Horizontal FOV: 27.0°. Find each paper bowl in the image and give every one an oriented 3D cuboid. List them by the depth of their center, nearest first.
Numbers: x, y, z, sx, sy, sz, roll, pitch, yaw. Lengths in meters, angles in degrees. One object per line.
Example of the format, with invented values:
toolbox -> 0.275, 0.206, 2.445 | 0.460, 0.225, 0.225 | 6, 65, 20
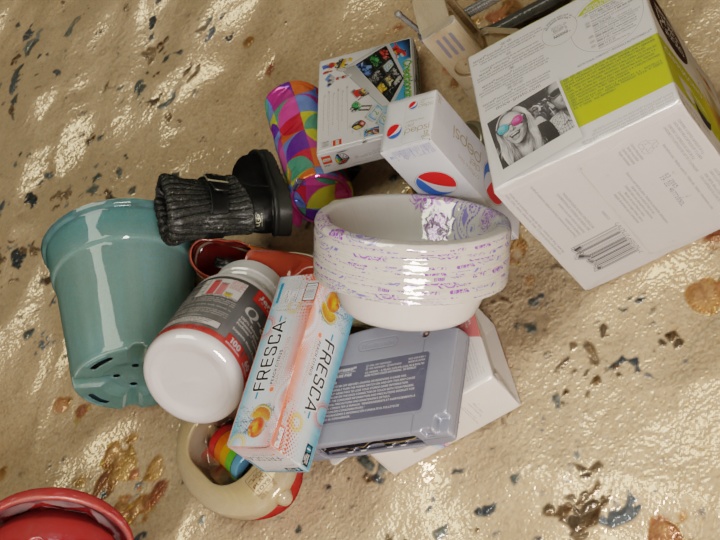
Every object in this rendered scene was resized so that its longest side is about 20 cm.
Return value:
paper bowl -> 0.051, -0.006, 1.519 | 0.200, 0.200, 0.105 | 21, 114, 45

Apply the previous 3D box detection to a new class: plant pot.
plant pot -> -0.340, 0.355, 1.643 | 0.200, 0.200, 0.183 | -28, 38, 20
plant pot -> -0.282, 0.049, 1.831 | 0.200, 0.200, 0.197 | -26, 55, 21

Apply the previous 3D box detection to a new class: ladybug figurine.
ladybug figurine -> -0.127, 0.209, 1.662 | 0.136, 0.072, 0.200 | -47, 42, -2

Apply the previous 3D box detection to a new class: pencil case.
pencil case -> -0.068, -0.148, 1.871 | 0.088, 0.088, 0.201 | -31, 44, 17

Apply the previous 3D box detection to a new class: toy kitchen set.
toy kitchen set -> 0.196, -0.248, 1.660 | 0.199, 0.180, 0.164 | -29, 47, 19

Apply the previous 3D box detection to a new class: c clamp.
c clamp -> 0.159, -0.306, 1.753 | 0.199, 0.171, 0.027 | -24, 70, 16

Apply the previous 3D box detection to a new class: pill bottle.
pill bottle -> -0.155, 0.073, 1.685 | 0.115, 0.116, 0.200 | -20, 20, 26

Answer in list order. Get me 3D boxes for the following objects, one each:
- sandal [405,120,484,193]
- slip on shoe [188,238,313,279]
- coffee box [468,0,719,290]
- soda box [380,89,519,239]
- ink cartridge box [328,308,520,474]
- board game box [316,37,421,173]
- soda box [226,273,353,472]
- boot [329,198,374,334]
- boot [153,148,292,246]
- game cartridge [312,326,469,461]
sandal -> 0.087, -0.090, 1.720 | 0.080, 0.054, 0.201 | 16, 77, 45
slip on shoe -> -0.118, 0.003, 1.784 | 0.199, 0.061, 0.074 | 15, 85, 21
coffee box -> 0.252, -0.140, 1.520 | 0.199, 0.200, 0.198 | -27, 46, 22
soda box -> 0.101, -0.105, 1.615 | 0.063, 0.200, 0.068 | -12, 53, 30
ink cartridge box -> 0.056, 0.130, 1.578 | 0.199, 0.067, 0.117 | -30, 44, 16
board game box -> 0.011, -0.204, 1.833 | 0.126, 0.035, 0.201 | -13, 39, 11
soda box -> -0.068, 0.104, 1.546 | 0.063, 0.068, 0.201 | -6, 56, 39
boot -> 0.000, 0.000, 1.709 | 0.200, 0.072, 0.156 | 3, 80, 65
boot -> -0.176, -0.093, 1.831 | 0.157, 0.080, 0.211 | -5, 18, -12
game cartridge -> 0.020, 0.121, 1.537 | 0.199, 0.041, 0.134 | -12, 57, 34
